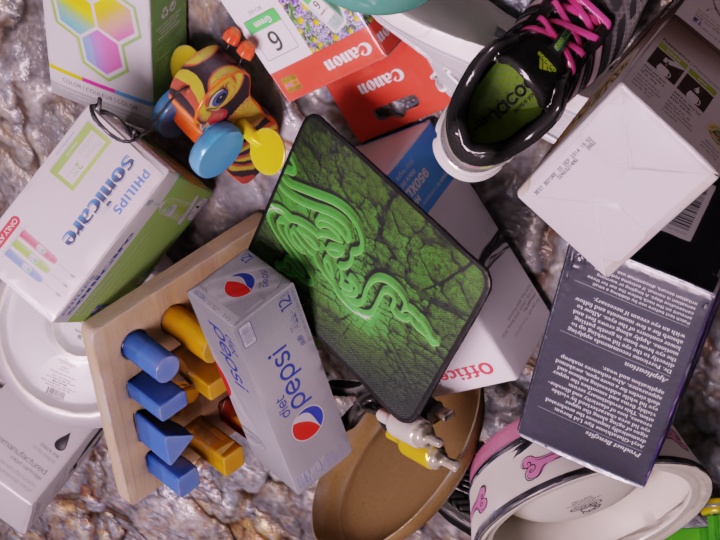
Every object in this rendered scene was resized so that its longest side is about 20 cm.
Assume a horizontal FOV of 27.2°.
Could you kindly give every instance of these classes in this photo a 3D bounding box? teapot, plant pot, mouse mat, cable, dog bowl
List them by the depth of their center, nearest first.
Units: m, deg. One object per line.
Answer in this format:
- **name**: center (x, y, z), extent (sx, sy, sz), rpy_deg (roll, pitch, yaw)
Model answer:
- **mouse mat**: center (0.000, 0.000, 1.118), extent (0.200, 0.007, 0.162), rpy_deg (44, 129, 22)
- **dog bowl**: center (0.175, 0.171, 1.188), extent (0.197, 0.075, 0.201), rpy_deg (-12, 147, -8)
- **cable**: center (0.005, 0.107, 1.203), extent (0.199, 0.050, 0.098), rpy_deg (1, 118, 51)
- **plant pot**: center (0.036, 0.157, 1.245), extent (0.027, 0.202, 0.199), rpy_deg (40, 138, -21)
- **teapot**: center (-0.235, 0.050, 1.371), extent (0.195, 0.146, 0.202), rpy_deg (-23, 87, 3)

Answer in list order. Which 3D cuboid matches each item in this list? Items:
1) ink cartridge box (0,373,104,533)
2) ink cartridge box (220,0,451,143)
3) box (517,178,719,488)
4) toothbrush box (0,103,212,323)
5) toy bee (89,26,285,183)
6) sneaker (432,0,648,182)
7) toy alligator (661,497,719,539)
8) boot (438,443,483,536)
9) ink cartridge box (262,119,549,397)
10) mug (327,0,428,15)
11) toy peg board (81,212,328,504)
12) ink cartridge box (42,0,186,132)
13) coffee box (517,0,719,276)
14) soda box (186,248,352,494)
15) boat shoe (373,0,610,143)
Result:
- **ink cartridge box**: center (-0.316, 0.124, 1.432), extent (0.146, 0.201, 0.083), rpy_deg (34, 147, 2)
- **ink cartridge box**: center (-0.026, -0.180, 1.105), extent (0.108, 0.050, 0.201), rpy_deg (-18, 114, 41)
- **box**: center (0.199, 0.027, 1.063), extent (0.103, 0.148, 0.202), rpy_deg (22, 136, 15)
- **toothbrush box**: center (-0.208, -0.040, 1.199), extent (0.086, 0.200, 0.146), rpy_deg (39, 92, 3)
- **toy bee**: center (-0.105, -0.126, 1.138), extent (0.131, 0.200, 0.109), rpy_deg (42, 101, 1)
- **sneaker**: center (0.122, -0.138, 0.960), extent (0.074, 0.087, 0.200), rpy_deg (42, 97, -2)
- **toy alligator**: center (0.338, 0.210, 1.197), extent (0.198, 0.060, 0.054), rpy_deg (-16, 158, 39)
- **boot**: center (0.128, 0.260, 1.352), extent (0.209, 0.080, 0.159), rpy_deg (31, 136, 7)
- **ink cartridge box**: center (0.039, 0.000, 1.188), extent (0.144, 0.084, 0.201), rpy_deg (-16, 116, 43)
- **mug**: center (0.019, -0.232, 0.959), extent (0.185, 0.152, 0.114), rpy_deg (44, 139, -8)
- **toy peg board**: center (-0.116, 0.093, 1.270), extent (0.097, 0.198, 0.202), rpy_deg (29, 139, 36)
- **ink cartridge box**: center (-0.195, -0.219, 1.176), extent (0.103, 0.059, 0.202), rpy_deg (21, 134, 17)
- **coffee box**: center (0.192, -0.103, 0.918), extent (0.080, 0.200, 0.113), rpy_deg (41, 138, 0)
- **soda box**: center (-0.071, 0.084, 1.196), extent (0.068, 0.063, 0.202), rpy_deg (34, 152, 41)
- **boat shoe**: center (0.083, -0.149, 1.054), extent (0.198, 0.072, 0.069), rpy_deg (24, 133, 0)
